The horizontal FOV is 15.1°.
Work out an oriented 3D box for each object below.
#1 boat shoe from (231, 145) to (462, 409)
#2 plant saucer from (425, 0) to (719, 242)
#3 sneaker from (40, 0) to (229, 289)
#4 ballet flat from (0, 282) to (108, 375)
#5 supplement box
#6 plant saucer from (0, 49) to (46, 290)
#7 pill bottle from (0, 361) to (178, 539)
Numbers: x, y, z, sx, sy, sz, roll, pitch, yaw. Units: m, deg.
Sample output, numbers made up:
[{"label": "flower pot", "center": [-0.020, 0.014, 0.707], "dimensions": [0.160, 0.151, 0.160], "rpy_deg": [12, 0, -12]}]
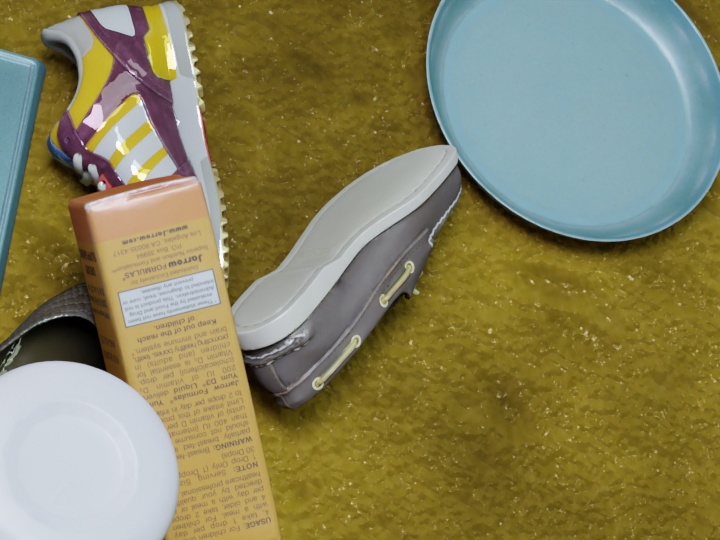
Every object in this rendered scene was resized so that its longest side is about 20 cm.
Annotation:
[{"label": "boat shoe", "center": [0.000, 0.000, 1.536], "dimensions": [0.200, 0.072, 0.060], "rpy_deg": [-47, 118, -40]}, {"label": "plant saucer", "center": [0.129, -0.106, 1.653], "dimensions": [0.200, 0.027, 0.200], "rpy_deg": [8, 65, -19]}, {"label": "sneaker", "center": [-0.126, -0.052, 1.512], "dimensions": [0.090, 0.075, 0.200], "rpy_deg": [-9, 70, -8]}, {"label": "ballet flat", "center": [-0.185, 0.064, 1.437], "dimensions": [0.200, 0.046, 0.067], "rpy_deg": [-29, 99, -28]}, {"label": "supplement box", "center": [-0.098, 0.053, 1.428], "dimensions": [0.069, 0.067, 0.200], "rpy_deg": [-16, 96, -13]}, {"label": "plant saucer", "center": [-0.222, -0.040, 1.493], "dimensions": [0.070, 0.019, 0.200], "rpy_deg": [15, 62, -15]}, {"label": "pill bottle", "center": [-0.167, 0.127, 1.335], "dimensions": [0.112, 0.200, 0.113], "rpy_deg": [8, 65, -18]}]
